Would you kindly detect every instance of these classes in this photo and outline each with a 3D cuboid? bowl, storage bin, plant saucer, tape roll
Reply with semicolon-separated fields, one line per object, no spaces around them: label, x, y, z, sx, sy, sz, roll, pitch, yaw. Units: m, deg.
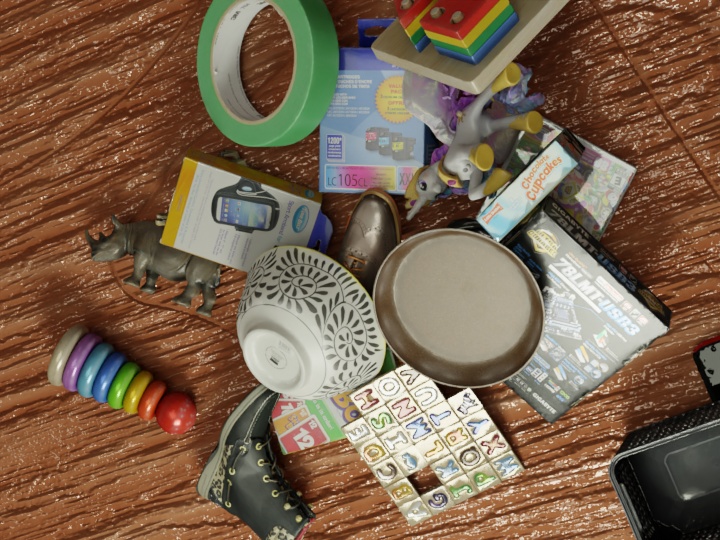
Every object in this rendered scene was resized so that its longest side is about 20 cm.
bowl;-0.077;0.082;1.464;0.198;0.094;0.203;18;129;24
storage bin;0.395;0.230;1.402;0.198;0.094;0.137;-24;90;26
plant saucer;0.112;0.038;1.403;0.197;0.032;0.203;9;120;15
tape roll;-0.113;-0.249;1.485;0.198;0.048;0.204;6;99;41

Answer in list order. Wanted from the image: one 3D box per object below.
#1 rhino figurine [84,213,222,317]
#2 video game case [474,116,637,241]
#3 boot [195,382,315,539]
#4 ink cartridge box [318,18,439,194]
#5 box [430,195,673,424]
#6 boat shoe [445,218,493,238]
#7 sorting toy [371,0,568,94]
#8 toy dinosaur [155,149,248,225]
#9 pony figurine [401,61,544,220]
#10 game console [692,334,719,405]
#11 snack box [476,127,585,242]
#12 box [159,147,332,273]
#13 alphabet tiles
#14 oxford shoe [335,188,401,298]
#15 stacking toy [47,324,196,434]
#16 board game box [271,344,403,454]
rhino figurine;-0.264;-0.017;1.590;0.197;0.060;0.089;21;83;13
video game case;0.216;-0.064;1.470;0.142;0.018;0.202;29;104;10
boot;-0.109;0.248;1.554;0.153;0.073;0.205;39;121;16
ink cartridge box;0.023;-0.193;1.481;0.134;0.076;0.204;2;96;15
box;0.215;0.049;1.419;0.199;0.050;0.199;40;121;-6
boat shoe;0.189;-0.017;1.444;0.197;0.057;0.068;13;100;14
sorting toy;0.119;-0.303;1.347;0.200;0.198;0.070;-47;127;-10
toy dinosaur;-0.158;-0.095;1.564;0.196;0.058;0.103;-1;113;4
pony figurine;0.120;-0.156;1.370;0.165;0.199;0.196;27;71;-20
game console;0.495;0.147;1.414;0.175;0.031;0.203;-25;89;23
snack box;0.189;-0.097;1.359;0.037;0.200;0.116;45;105;2
box;-0.135;-0.060;1.527;0.197;0.042;0.120;18;114;-8
alphabet tiles;0.079;0.203;1.509;0.166;0.008;0.201;-29;110;17
oxford shoe;0.000;0.000;1.480;0.070;0.073;0.203;19;121;13
stacking toy;-0.301;0.148;1.617;0.198;0.085;0.086;25;103;5
board game box;-0.020;0.159;1.561;0.197;0.030;0.097;-17;92;15
